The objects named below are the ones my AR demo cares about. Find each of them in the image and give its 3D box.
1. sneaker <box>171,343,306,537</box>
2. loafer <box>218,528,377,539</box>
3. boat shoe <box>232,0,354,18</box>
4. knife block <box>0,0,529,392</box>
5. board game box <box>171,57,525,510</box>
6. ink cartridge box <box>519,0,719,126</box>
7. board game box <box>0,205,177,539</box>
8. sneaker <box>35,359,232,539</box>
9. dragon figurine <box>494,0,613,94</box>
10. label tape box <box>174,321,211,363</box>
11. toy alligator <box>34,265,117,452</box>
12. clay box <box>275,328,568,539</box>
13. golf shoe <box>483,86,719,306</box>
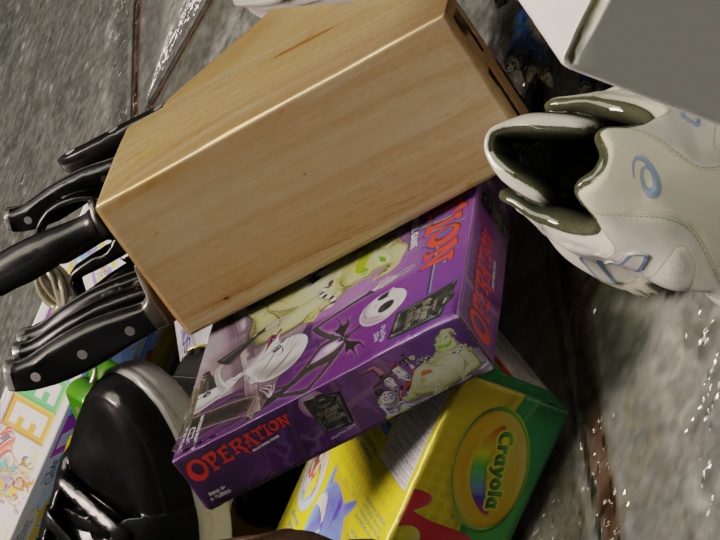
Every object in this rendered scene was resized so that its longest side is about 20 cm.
[{"bbox_3d":[-0.059,0.079,1.137,0.200,0.070,0.090,-46,46,37],"label":"sneaker"},{"bbox_3d":[-0.056,0.128,0.956,0.200,0.071,0.073,135,149,-55],"label":"loafer"},{"bbox_3d":[-0.008,-0.141,1.034,0.202,0.086,0.075,-18,56,64],"label":"boat shoe"},{"bbox_3d":[-0.052,-0.022,1.008,0.176,0.064,0.200,-45,22,-21],"label":"knife block"},{"bbox_3d":[0.000,0.000,1.008,0.120,0.032,0.200,-24,24,18],"label":"board game box"},{"bbox_3d":[0.111,-0.102,0.767,0.084,0.144,0.200,-65,19,18],"label":"ink cartridge box"},{"bbox_3d":[-0.128,0.041,1.348,0.200,0.034,0.134,-65,-12,14],"label":"board game box"},{"bbox_3d":[-0.114,0.138,1.048,0.073,0.112,0.201,31,130,36],"label":"sneaker"},{"bbox_3d":[0.087,-0.126,0.988,0.100,0.059,0.200,-60,22,27],"label":"dragon figurine"},{"bbox_3d":[-0.044,-0.002,1.214,0.200,0.066,0.143,-60,21,21],"label":"label tape box"},{"bbox_3d":[-0.095,0.077,1.201,0.059,0.054,0.201,27,135,50],"label":"toy alligator"},{"bbox_3d":[0.002,0.115,0.997,0.201,0.047,0.115,-67,18,12],"label":"clay box"},{"bbox_3d":[0.079,-0.036,0.864,0.200,0.097,0.079,-163,91,-73],"label":"golf shoe"}]
